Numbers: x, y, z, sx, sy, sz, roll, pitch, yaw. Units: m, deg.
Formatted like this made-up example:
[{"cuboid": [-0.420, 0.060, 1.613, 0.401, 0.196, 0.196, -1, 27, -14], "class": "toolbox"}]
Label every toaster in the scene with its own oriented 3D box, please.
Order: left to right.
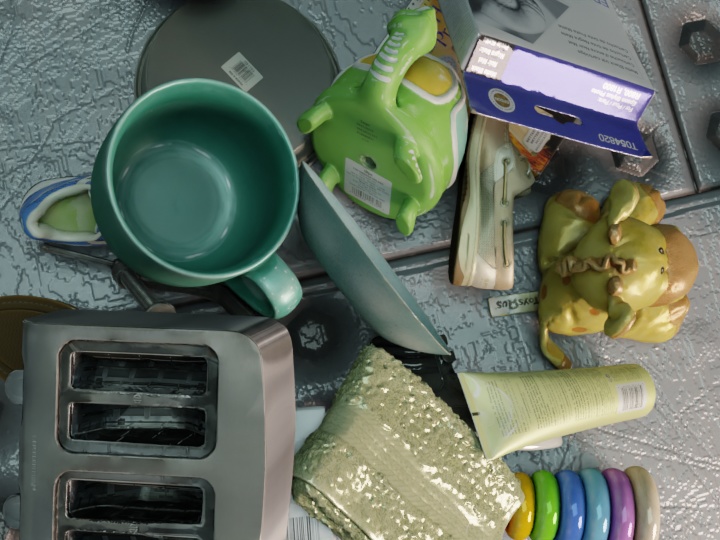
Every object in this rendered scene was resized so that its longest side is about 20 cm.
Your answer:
[{"cuboid": [-0.130, 0.121, 0.655, 0.199, 0.119, 0.182, 2, 91, 5], "class": "toaster"}]

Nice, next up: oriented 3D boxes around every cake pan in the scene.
[{"cuboid": [-0.113, -0.177, 0.920, 0.199, 0.037, 0.201, 2, 79, -8], "class": "cake pan"}]

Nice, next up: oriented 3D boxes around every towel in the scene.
[{"cuboid": [0.042, 0.168, 0.774, 0.200, 0.036, 0.149, 45, 58, -19], "class": "towel"}]

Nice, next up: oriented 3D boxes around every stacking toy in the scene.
[{"cuboid": [0.156, 0.211, 0.866, 0.199, 0.085, 0.086, 4, 79, -3], "class": "stacking toy"}]

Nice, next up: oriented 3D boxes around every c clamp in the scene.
[{"cuboid": [-0.159, 0.024, 0.809, 0.170, 0.200, 0.027, 10, 100, -33], "class": "c clamp"}]

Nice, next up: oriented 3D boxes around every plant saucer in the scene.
[{"cuboid": [0.000, 0.000, 0.808, 0.039, 0.201, 0.201, -38, 86, 4], "class": "plant saucer"}]

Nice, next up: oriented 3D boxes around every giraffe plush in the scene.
[{"cuboid": [0.227, -0.005, 0.869, 0.199, 0.162, 0.173, -24, 84, -12], "class": "giraffe plush"}]

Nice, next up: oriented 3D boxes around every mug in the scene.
[{"cuboid": [-0.135, -0.048, 0.779, 0.151, 0.114, 0.186, -4, 86, -25], "class": "mug"}]

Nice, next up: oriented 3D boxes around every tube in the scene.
[{"cuboid": [0.173, 0.115, 0.860, 0.199, 0.058, 0.052, -3, 113, -34], "class": "tube"}]

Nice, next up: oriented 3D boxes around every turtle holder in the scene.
[{"cuboid": [0.025, -0.139, 0.866, 0.132, 0.141, 0.186, -51, 132, -29], "class": "turtle holder"}]

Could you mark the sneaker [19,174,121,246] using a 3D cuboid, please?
[{"cuboid": [-0.199, -0.053, 0.855, 0.199, 0.077, 0.076, -12, 105, -5], "class": "sneaker"}]

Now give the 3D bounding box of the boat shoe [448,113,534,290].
[{"cuboid": [0.124, -0.082, 0.896, 0.065, 0.072, 0.201, 8, 86, 1], "class": "boat shoe"}]

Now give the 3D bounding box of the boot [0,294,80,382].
[{"cuboid": [-0.204, 0.070, 0.799, 0.199, 0.155, 0.074, 20, 89, -8], "class": "boot"}]

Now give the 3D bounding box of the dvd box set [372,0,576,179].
[{"cuboid": [0.128, -0.202, 0.962, 0.200, 0.029, 0.147, 35, 77, -1], "class": "dvd box set"}]

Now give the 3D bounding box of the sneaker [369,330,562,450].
[{"cuboid": [0.089, 0.107, 0.877, 0.199, 0.071, 0.100, 10, 76, -7], "class": "sneaker"}]

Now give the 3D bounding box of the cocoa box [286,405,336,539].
[{"cuboid": [-0.126, 0.184, 0.801, 0.199, 0.131, 0.134, -3, 80, -9], "class": "cocoa box"}]

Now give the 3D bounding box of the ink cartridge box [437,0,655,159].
[{"cuboid": [0.168, -0.202, 0.882, 0.199, 0.041, 0.201, 10, 49, -26], "class": "ink cartridge box"}]
